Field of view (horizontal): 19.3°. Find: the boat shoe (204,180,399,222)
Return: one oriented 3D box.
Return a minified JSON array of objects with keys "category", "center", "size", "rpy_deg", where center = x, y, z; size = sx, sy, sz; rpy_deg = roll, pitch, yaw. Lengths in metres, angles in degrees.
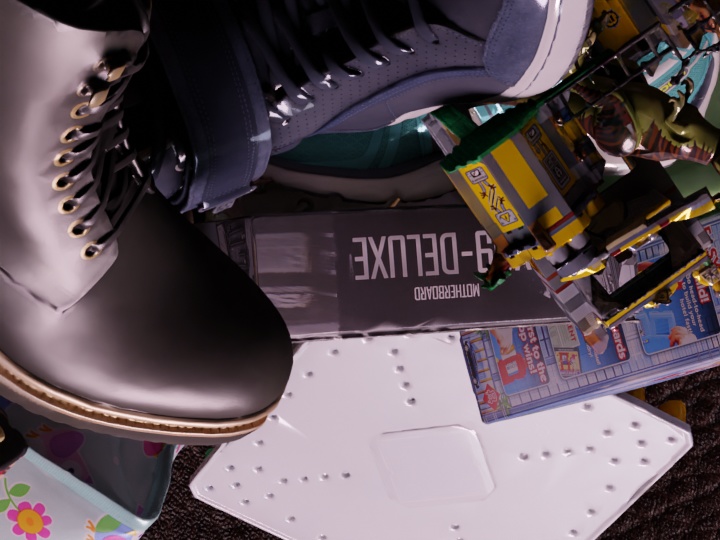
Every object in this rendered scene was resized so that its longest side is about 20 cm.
[{"category":"boat shoe","center":[-0.044,-0.014,1.014],"size":[0.200,0.069,0.071],"rpy_deg":[-47,178,-32]}]

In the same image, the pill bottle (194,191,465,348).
[{"category":"pill bottle","center":[-0.038,0.012,1.174],"size":[0.199,0.113,0.112],"rpy_deg":[-16,173,24]}]

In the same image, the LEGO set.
[{"category":"LEGO set","center":[0.120,-0.044,0.717],"size":[0.200,0.116,0.154],"rpy_deg":[-38,-167,-8]}]

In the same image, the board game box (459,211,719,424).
[{"category":"board game box","center":[0.175,0.008,0.958],"size":[0.199,0.062,0.200],"rpy_deg":[-12,174,-24]}]

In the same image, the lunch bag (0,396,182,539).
[{"category":"lunch bag","center":[-0.190,0.069,0.887],"size":[0.171,0.200,0.122],"rpy_deg":[-53,-171,35]}]

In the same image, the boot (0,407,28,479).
[{"category":"boot","center":[-0.184,0.024,0.712],"size":[0.073,0.151,0.200],"rpy_deg":[-42,179,-14]}]

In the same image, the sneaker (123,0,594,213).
[{"category":"sneaker","center":[-0.024,-0.070,0.652],"size":[0.146,0.077,0.202],"rpy_deg":[-15,175,-23]}]

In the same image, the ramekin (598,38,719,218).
[{"category":"ramekin","center":[0.163,-0.074,0.947],"size":[0.199,0.098,0.200],"rpy_deg":[-14,174,-2]}]

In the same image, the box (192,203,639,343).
[{"category":"box","center":[0.000,0.000,0.877],"size":[0.157,0.050,0.200],"rpy_deg":[-3,-179,-21]}]

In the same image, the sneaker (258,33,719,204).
[{"category":"sneaker","center":[0.038,-0.081,0.814],"size":[0.199,0.078,0.080],"rpy_deg":[-8,140,-4]}]

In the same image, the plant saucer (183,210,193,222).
[{"category":"plant saucer","center":[-0.144,0.039,1.035],"size":[0.200,0.037,0.201],"rpy_deg":[-45,166,-15]}]

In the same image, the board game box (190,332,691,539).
[{"category":"board game box","center":[0.040,0.095,1.128],"size":[0.199,0.026,0.200],"rpy_deg":[27,130,-15]}]

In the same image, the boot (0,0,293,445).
[{"category":"boot","center":[-0.072,-0.027,0.574],"size":[0.200,0.078,0.138],"rpy_deg":[32,144,-26]}]
